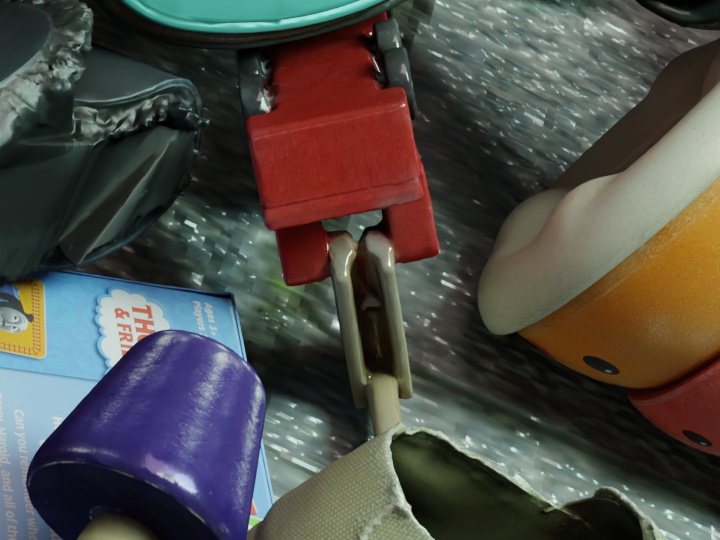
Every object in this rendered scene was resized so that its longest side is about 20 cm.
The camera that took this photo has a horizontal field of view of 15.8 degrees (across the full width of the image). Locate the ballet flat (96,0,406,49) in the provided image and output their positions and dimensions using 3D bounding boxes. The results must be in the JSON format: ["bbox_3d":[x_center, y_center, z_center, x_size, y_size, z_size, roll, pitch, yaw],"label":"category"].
[{"bbox_3d":[0.011,-0.114,0.743,0.199,0.068,0.068,-22,101,-13],"label":"ballet flat"}]

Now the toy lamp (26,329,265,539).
[{"bbox_3d":[-0.073,0.101,0.587,0.058,0.058,0.201,27,56,-4],"label":"toy lamp"}]

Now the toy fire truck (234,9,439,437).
[{"bbox_3d":[0.000,0.000,0.750,0.048,0.142,0.200,-10,24,0],"label":"toy fire truck"}]

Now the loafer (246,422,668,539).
[{"bbox_3d":[0.066,0.098,0.633,0.199,0.068,0.076,22,36,-12],"label":"loafer"}]

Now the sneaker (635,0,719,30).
[{"bbox_3d":[0.083,-0.116,0.807,0.199,0.074,0.112,1,18,35],"label":"sneaker"}]

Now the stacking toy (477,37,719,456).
[{"bbox_3d":[0.147,0.029,0.816,0.200,0.146,0.146,48,39,-4],"label":"stacking toy"}]

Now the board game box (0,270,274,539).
[{"bbox_3d":[-0.117,0.057,0.666,0.199,0.037,0.152,9,44,-24],"label":"board game box"}]

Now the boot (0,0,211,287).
[{"bbox_3d":[-0.158,-0.056,0.691,0.199,0.077,0.168,-6,28,-44],"label":"boot"}]
